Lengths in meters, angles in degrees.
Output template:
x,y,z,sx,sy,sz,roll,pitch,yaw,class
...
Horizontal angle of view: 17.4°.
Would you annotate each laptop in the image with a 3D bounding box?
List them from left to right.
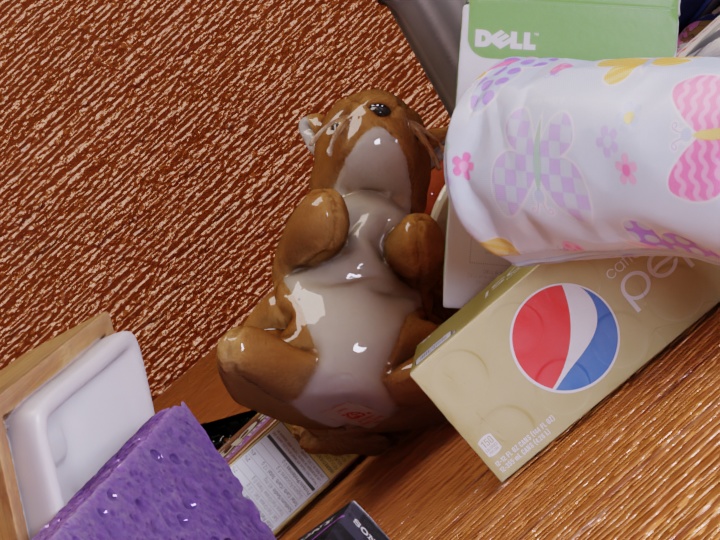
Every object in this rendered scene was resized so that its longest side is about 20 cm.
x,y,z,sx,sy,sz,roll,pitch,yaw,class
-0.078,0.156,1.636,0.198,0.104,0.177,-15,2,-7,laptop

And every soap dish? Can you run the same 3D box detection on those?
x,y,z,sx,sy,sz,roll,pitch,yaw,class
-0.164,0.142,1.284,0.081,0.202,0.157,-5,15,18,soap dish

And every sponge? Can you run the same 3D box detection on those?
x,y,z,sx,sy,sz,roll,pitch,yaw,class
-0.114,0.162,1.199,0.030,0.112,0.200,-27,11,34,sponge

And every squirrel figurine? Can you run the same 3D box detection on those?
x,y,z,sx,sy,sz,roll,pitch,yaw,class
0.000,0.000,1.345,0.200,0.140,0.188,82,-171,-66,squirrel figurine

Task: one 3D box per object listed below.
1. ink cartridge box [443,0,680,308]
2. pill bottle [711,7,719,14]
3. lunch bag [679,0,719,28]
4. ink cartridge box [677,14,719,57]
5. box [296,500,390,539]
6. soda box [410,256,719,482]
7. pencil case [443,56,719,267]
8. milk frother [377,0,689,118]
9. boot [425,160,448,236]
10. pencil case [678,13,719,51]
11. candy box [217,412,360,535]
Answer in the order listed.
x,y,z,sx,sy,sz,roll,pitch,yaw,class
0.097,-0.080,1.127,0.103,0.202,0.059,4,12,4,ink cartridge box
0.271,-0.197,1.445,0.111,0.112,0.200,-42,4,-24,pill bottle
0.183,-0.217,1.293,0.131,0.137,0.200,-22,-12,-9,lunch bag
0.236,-0.115,1.131,0.145,0.085,0.200,-41,2,-16,ink cartridge box
-0.073,0.193,1.054,0.143,0.036,0.200,-39,4,30,box
0.118,0.003,1.067,0.200,0.068,0.064,-40,4,10,soda box
0.123,-0.042,0.955,0.083,0.092,0.199,-18,16,-37,pencil case
0.105,-0.106,1.436,0.180,0.189,0.200,-28,-2,-36,milk frother
0.015,-0.009,1.563,0.075,0.107,0.201,-53,-15,-43,boot
0.153,-0.054,1.260,0.082,0.087,0.200,22,53,36,pencil case
-0.039,0.108,1.474,0.200,0.057,0.117,-41,4,-14,candy box
